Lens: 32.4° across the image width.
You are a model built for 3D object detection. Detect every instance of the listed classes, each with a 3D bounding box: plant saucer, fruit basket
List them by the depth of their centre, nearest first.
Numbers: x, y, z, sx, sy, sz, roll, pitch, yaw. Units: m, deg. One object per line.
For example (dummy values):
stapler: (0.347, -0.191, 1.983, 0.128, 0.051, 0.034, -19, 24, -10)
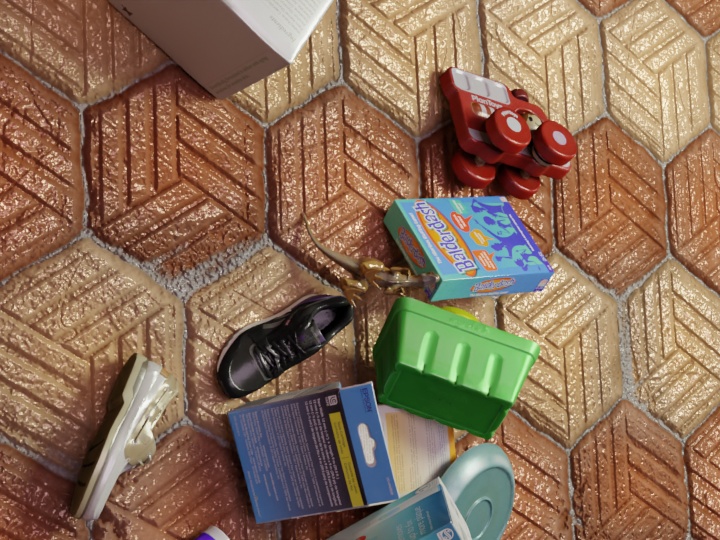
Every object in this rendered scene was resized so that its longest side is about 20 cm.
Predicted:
fruit basket: (0.122, 0.102, 1.634, 0.213, 0.156, 0.217, 10, 49, -12)
plant saucer: (0.149, 0.330, 1.662, 0.199, 0.027, 0.202, -26, 126, -41)

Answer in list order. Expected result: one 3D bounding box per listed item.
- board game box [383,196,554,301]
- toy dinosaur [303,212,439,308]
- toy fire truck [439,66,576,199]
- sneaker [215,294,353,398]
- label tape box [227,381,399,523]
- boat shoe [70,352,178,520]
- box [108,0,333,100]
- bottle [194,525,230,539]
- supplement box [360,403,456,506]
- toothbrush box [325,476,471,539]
board game box: (0.149, -0.033, 1.710, 0.198, 0.045, 0.153, -5, 50, -34)
toy dinosaur: (0.000, 0.000, 1.595, 0.198, 0.106, 0.061, 21, 110, 2)
toy fire truck: (0.213, -0.207, 1.789, 0.198, 0.112, 0.169, 11, 53, -29)
sneaker: (-0.092, 0.086, 1.554, 0.200, 0.087, 0.076, -38, 104, -31)
label tape box: (-0.048, 0.216, 1.500, 0.066, 0.198, 0.145, -17, 92, -67)
boat shoe: (-0.269, 0.198, 1.431, 0.068, 0.075, 0.201, 29, 68, -21)
box: (-0.158, -0.350, 1.503, 0.200, 0.198, 0.172, 42, 64, -22)
bottle: (-0.229, 0.379, 1.436, 0.200, 0.065, 0.084, -42, 115, -30)
supplement box: (0.026, 0.237, 1.620, 0.198, 0.073, 0.127, -1, 85, -35)
toothbrush box: (0.037, 0.358, 1.518, 0.199, 0.146, 0.086, -30, 102, 5)
